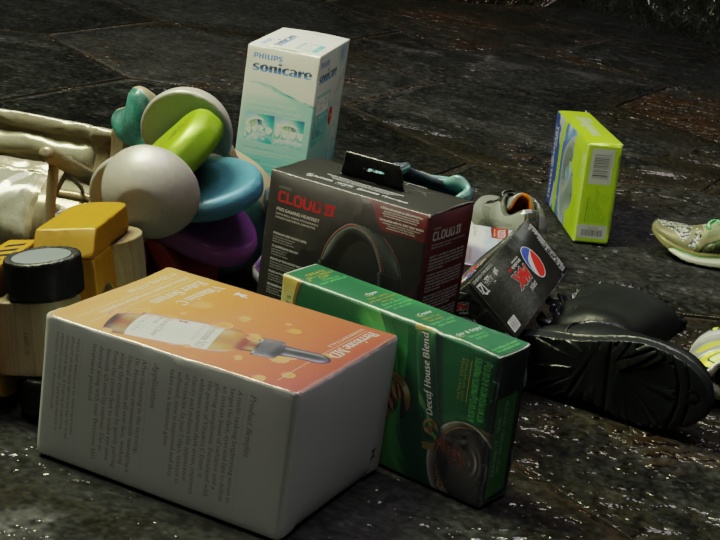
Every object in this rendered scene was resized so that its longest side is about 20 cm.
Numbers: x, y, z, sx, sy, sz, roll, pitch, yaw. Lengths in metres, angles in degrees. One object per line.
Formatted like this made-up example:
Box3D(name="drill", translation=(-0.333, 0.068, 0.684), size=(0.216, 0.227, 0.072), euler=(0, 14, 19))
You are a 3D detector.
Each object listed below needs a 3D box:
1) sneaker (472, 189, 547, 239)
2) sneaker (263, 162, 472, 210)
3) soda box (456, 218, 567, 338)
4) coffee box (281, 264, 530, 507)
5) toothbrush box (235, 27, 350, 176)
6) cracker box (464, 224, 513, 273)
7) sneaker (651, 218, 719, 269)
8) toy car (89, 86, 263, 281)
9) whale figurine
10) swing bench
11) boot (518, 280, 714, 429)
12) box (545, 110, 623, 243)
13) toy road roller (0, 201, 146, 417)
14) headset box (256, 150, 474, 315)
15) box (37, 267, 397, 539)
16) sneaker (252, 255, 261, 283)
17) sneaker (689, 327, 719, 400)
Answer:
Box3D(name="sneaker", translation=(0.169, -0.055, 1.704), size=(0.074, 0.079, 0.200), euler=(3, 17, -10))
Box3D(name="sneaker", translation=(0.010, -0.073, 1.444), size=(0.200, 0.086, 0.078), euler=(2, 62, -15))
Box3D(name="soda box", translation=(0.119, 0.023, 1.363), size=(0.063, 0.071, 0.200), euler=(50, 27, 0))
Box3D(name="coffee box", translation=(0.023, 0.081, 1.133), size=(0.200, 0.123, 0.044), euler=(22, 25, 33))
Box3D(name="toothbrush box", translation=(-0.079, -0.158, 1.712), size=(0.085, 0.200, 0.146), euler=(11, 17, 9))
Box3D(name="cracker box", translation=(0.055, -0.010, 1.540), size=(0.200, 0.058, 0.134), euler=(8, 19, 4))
Box3D(name="sneaker", translation=(0.436, -0.046, 1.776), size=(0.200, 0.089, 0.077), euler=(14, 18, 20))
Box3D(name="toy car", translation=(-0.163, -0.048, 1.351), size=(0.150, 0.200, 0.175), euler=(38, 30, -11))
Box3D(name="whale figurine", translation=(-0.170, -0.079, 1.479), size=(0.104, 0.200, 0.159), euler=(-47, 8, -31))
Box3D(name="swing bench", translation=(-0.354, -0.085, 1.487), size=(0.199, 0.130, 0.200), euler=(11, 12, 10))
Box3D(name="boot", translation=(0.236, 0.067, 1.343), size=(0.198, 0.073, 0.162), euler=(10, 20, 32))
Box3D(name="box", translation=(0.267, -0.119, 1.876), size=(0.048, 0.122, 0.200), euler=(4, 17, -6))
Box3D(name="toy road roller", translation=(-0.257, 0.027, 1.187), size=(0.146, 0.123, 0.200), euler=(0, 16, 13))
Box3D(name="headset box", translation=(-0.001, 0.007, 1.221), size=(0.149, 0.200, 0.075), euler=(18, 20, 28))
Box3D(name="box", translation=(-0.099, 0.086, 1.084), size=(0.200, 0.106, 0.152), euler=(15, 18, 23))
Box3D(name="sneaker", translation=(0.000, 0.000, 1.441), size=(0.200, 0.083, 0.081), euler=(6, 17, -4))
Box3D(name="sneaker", translation=(0.380, 0.100, 1.334), size=(0.200, 0.075, 0.076), euler=(3, 22, 20))
